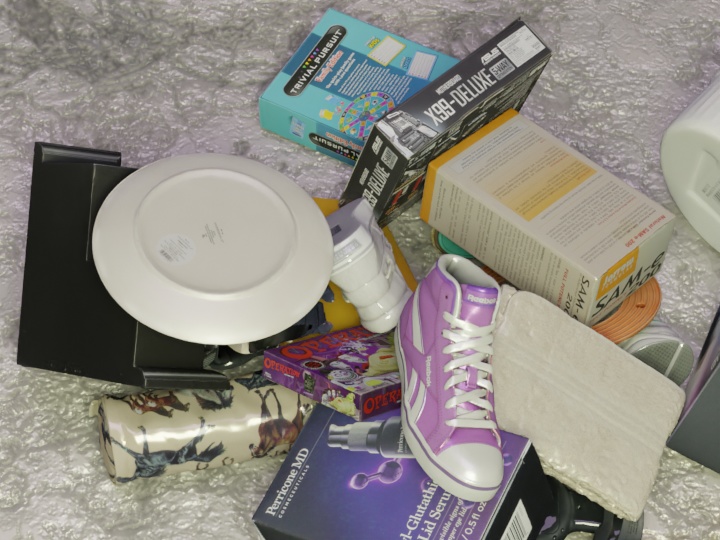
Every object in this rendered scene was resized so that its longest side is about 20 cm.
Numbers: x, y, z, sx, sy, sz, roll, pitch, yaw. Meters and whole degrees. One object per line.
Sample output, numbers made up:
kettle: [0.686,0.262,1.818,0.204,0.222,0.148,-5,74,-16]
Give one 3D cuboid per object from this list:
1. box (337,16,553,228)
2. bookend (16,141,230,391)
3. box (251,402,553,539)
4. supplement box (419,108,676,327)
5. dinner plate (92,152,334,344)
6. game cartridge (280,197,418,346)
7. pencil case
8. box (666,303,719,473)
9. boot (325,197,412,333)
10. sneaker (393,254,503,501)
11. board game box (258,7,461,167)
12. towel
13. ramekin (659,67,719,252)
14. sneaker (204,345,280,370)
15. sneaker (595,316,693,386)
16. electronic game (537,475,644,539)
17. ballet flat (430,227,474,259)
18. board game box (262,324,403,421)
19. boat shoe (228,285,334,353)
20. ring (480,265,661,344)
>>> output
box: [0.079,-0.132,1.628,0.200,0.158,0.050,-38,78,-26]
bookend: [-0.200,-0.007,1.487,0.092,0.202,0.198,5,-1,-42]
box: [0.036,0.197,1.419,0.199,0.105,0.149,13,60,28]
supplement box: [0.169,-0.048,1.581,0.200,0.074,0.126,37,51,26]
dinner plate: [-0.119,-0.027,1.411,0.198,0.024,0.201,4,52,-5]
game cartridge: [-0.024,0.011,1.603,0.175,0.033,0.201,4,47,-36]
pencil case: [-0.137,0.131,1.523,0.198,0.078,0.090,-10,41,-9]
box: [0.374,0.058,1.504,0.122,0.201,0.199,25,55,6]
boot: [0.000,0.000,1.537,0.073,0.096,0.200,-31,11,7]
sneaker: [0.078,0.074,1.347,0.072,0.115,0.201,5,45,-25]
board game box: [0.018,-0.175,1.784,0.199,0.047,0.151,24,56,17]
towel: [0.175,0.111,1.463,0.199,0.034,0.133,33,64,-11]
ramekin: [0.377,-0.093,1.638,0.098,0.201,0.200,-39,61,-18]
sneaker: [-0.154,0.041,1.577,0.198,0.078,0.140,-1,38,-1]
sneaker: [0.198,0.089,1.579,0.198,0.071,0.080,-12,30,-6]
electronic game: [0.144,0.208,1.490,0.198,0.042,0.201,-2,58,3]
ballet flat: [0.155,-0.061,1.694,0.198,0.071,0.071,-15,54,-12]
board game box: [0.029,0.077,1.473,0.119,0.033,0.199,15,20,43]
boat shoe: [-0.100,0.013,1.508,0.092,0.075,0.200,-8,28,-30]
ring: [0.178,0.033,1.597,0.198,0.019,0.201,-6,28,3]
